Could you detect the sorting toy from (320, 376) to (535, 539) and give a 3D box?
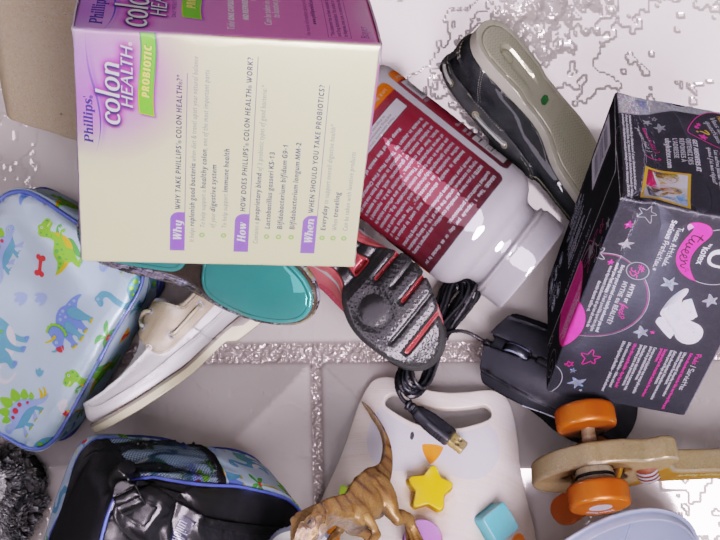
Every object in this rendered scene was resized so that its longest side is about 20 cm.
[{"bbox_3d":[0.056,0.184,0.980,0.199,0.107,0.181,6,74,6],"label":"sorting toy"}]

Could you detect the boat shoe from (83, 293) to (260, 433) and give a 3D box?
[{"bbox_3d":[-0.155,0.054,0.978,0.200,0.075,0.069,-38,96,-18],"label":"boat shoe"}]

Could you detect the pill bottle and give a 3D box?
[{"bbox_3d":[0.061,-0.064,0.947,0.200,0.113,0.113,39,95,4],"label":"pill bottle"}]

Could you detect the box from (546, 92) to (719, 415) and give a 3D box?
[{"bbox_3d":[0.219,-0.010,0.875,0.114,0.133,0.201,11,133,-1],"label":"box"}]

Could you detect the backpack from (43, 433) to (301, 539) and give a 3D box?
[{"bbox_3d":[-0.155,0.223,0.953,0.199,0.147,0.184,13,102,-36],"label":"backpack"}]

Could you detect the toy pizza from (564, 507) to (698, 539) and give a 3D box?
[{"bbox_3d":[0.187,0.265,0.941,0.199,0.032,0.201,-14,125,-21],"label":"toy pizza"}]

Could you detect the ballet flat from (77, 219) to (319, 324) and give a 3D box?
[{"bbox_3d":[-0.122,-0.015,0.925,0.199,0.072,0.072,19,94,5],"label":"ballet flat"}]

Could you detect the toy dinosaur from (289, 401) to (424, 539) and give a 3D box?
[{"bbox_3d":[0.012,0.174,0.897,0.060,0.200,0.107,-21,95,23],"label":"toy dinosaur"}]

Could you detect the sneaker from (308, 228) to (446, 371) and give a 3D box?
[{"bbox_3d":[0.000,0.000,0.967,0.074,0.087,0.200,-44,80,2],"label":"sneaker"}]

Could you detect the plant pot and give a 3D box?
[{"bbox_3d":[-0.181,-0.194,0.938,0.199,0.200,0.178,18,106,5],"label":"plant pot"}]

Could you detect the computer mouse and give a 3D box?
[{"bbox_3d":[0.128,0.099,0.957,0.200,0.046,0.141,35,73,3],"label":"computer mouse"}]

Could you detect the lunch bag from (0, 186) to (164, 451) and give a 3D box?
[{"bbox_3d":[-0.277,0.037,1.001,0.160,0.082,0.201,30,95,3],"label":"lunch bag"}]

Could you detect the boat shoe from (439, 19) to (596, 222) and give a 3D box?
[{"bbox_3d":[0.143,-0.110,0.971,0.068,0.072,0.200,-32,97,44],"label":"boat shoe"}]

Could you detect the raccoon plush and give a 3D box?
[{"bbox_3d":[-0.326,0.229,0.987,0.096,0.134,0.201,-5,92,5],"label":"raccoon plush"}]

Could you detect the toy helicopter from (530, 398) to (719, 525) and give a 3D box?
[{"bbox_3d":[0.232,0.161,0.933,0.199,0.132,0.079,0,63,-12],"label":"toy helicopter"}]

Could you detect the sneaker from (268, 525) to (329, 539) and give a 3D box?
[{"bbox_3d":[-0.047,0.294,0.905,0.070,0.082,0.201,-5,124,2],"label":"sneaker"}]

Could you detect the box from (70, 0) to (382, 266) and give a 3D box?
[{"bbox_3d":[-0.096,-0.102,0.822,0.199,0.097,0.177,1,125,-9],"label":"box"}]
